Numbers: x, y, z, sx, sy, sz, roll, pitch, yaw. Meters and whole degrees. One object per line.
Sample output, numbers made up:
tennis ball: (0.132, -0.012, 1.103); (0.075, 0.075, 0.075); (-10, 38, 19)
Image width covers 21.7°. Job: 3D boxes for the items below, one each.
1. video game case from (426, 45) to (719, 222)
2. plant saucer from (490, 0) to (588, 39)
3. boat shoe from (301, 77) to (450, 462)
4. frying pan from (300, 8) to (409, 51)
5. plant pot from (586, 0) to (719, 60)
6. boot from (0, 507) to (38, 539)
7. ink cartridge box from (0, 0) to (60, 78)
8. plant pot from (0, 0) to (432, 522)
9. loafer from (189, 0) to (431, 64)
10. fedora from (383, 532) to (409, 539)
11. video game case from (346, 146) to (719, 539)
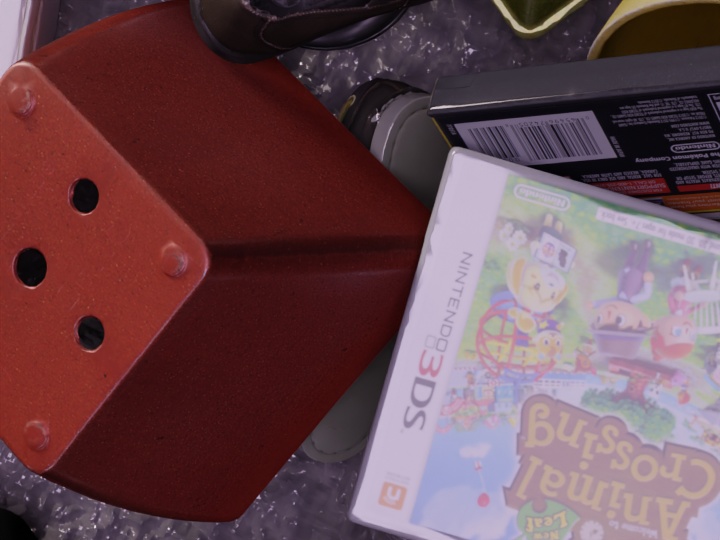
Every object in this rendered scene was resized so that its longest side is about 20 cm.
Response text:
video game case: (0.156, -0.036, 0.895); (0.199, 0.181, 0.026); (-3, 53, 30)
plant saucer: (0.106, -0.254, 0.961); (0.200, 0.048, 0.200); (-36, 92, 7)
boat shoe: (0.000, 0.000, 0.990); (0.071, 0.061, 0.202); (9, 103, -37)
frying pan: (-0.059, -0.174, 0.967); (0.189, 0.031, 0.115); (13, 117, 5)
plant pot: (0.228, -0.118, 0.911); (0.199, 0.200, 0.142); (28, 67, 1)
boot: (-0.118, 0.195, 1.003); (0.157, 0.079, 0.212); (-23, 104, 13)
ink cartridge box: (-0.261, -0.138, 0.980); (0.199, 0.084, 0.145); (11, 96, 3)
plant pot: (-0.110, -0.004, 0.896); (0.200, 0.176, 0.200); (46, 108, 17)
loafer: (0.016, -0.156, 0.900); (0.200, 0.071, 0.073); (-31, 100, -10)
fedora: (0.106, 0.121, 0.976); (0.177, 0.090, 0.200); (-42, 98, 8)
video game case: (0.113, 0.057, 0.877); (0.199, 0.022, 0.183); (16, 93, 1)
